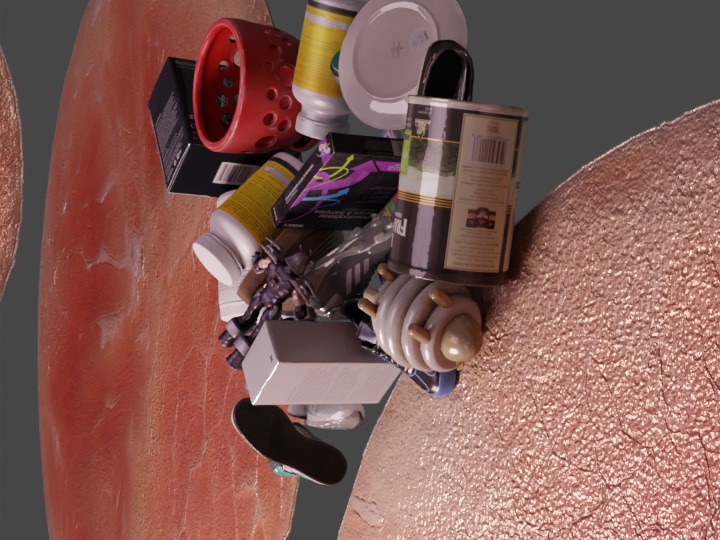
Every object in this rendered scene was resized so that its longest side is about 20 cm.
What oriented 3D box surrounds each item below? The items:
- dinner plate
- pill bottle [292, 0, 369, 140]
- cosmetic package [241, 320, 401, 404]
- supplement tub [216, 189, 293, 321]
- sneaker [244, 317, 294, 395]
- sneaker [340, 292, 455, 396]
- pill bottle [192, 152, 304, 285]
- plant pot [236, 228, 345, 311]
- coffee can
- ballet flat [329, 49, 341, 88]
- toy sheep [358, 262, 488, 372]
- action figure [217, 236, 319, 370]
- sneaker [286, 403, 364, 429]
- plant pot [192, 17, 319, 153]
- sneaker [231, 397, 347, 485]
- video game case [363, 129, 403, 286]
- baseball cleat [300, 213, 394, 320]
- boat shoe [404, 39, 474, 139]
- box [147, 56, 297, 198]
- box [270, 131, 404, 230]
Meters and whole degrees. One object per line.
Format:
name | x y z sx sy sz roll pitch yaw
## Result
dinner plate | 0.049 -0.284 1.510 0.198 0.024 0.204 -7 77 31
pill bottle | -0.038 -0.295 1.674 0.112 0.111 0.203 38 121 55
cosmetic package | -0.049 0.126 1.574 0.102 0.197 0.072 -57 42 41
supplement tub | -0.166 -0.023 1.871 0.131 0.130 0.203 -17 73 60
sneaker | -0.120 0.131 1.762 0.200 0.069 0.110 -42 -28 -80
sneaker | 0.045 0.098 1.516 0.200 0.077 0.071 47 131 44
pill bottle | -0.155 -0.076 1.755 0.112 0.200 0.113 39 160 18
plant pot | -0.084 -0.007 1.715 0.093 0.201 0.201 42 137 4
coffee can | 0.114 -0.094 1.348 0.146 0.144 0.203 20 105 60
ballet flat | 0.043 -0.238 1.566 0.199 0.072 0.073 35 120 32
toy sheep | 0.073 0.056 1.421 0.199 0.137 0.140 31 116 43
action figure | -0.123 0.041 1.586 0.201 0.069 0.131 -51 58 27
sneaker | -0.053 0.186 1.713 0.199 0.074 0.089 9 91 61
plant pot | -0.143 -0.278 1.793 0.200 0.180 0.204 -10 79 61
sneaker | -0.122 0.250 1.726 0.084 0.199 0.120 -59 21 -17
video game case | 0.044 -0.082 1.606 0.144 0.018 0.202 -57 42 42
baseball cleat | 0.000 0.000 1.602 0.199 0.107 0.070 -30 27 29
boat shoe | 0.098 -0.183 1.440 0.063 0.072 0.205 -123 38 -74
box | -0.233 -0.234 1.937 0.124 0.197 0.198 -56 42 41
box | -0.019 -0.115 1.560 0.200 0.141 0.037 -44 52 52
